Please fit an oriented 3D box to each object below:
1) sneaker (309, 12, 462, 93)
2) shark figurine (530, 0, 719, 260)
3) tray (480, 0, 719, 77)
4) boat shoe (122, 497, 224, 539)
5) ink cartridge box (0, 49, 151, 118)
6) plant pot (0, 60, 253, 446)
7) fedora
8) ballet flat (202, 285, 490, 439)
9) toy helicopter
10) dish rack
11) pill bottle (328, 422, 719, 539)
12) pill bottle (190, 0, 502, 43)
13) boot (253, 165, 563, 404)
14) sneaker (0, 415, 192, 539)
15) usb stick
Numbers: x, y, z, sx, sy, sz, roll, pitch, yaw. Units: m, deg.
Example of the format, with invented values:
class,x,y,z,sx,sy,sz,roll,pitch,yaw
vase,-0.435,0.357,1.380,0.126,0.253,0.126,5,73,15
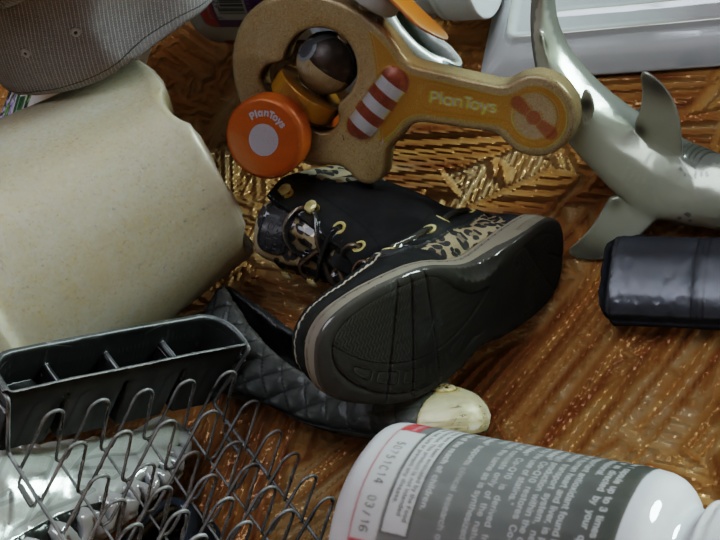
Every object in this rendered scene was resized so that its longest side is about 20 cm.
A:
class,x,y,z,sx,sy,sz,roll,pitch,yaw
sneaker,-0.011,-0.183,0.983,0.070,0.201,0.073,-31,13,22
shark figurine,0.144,-0.099,0.944,0.128,0.215,0.089,-36,2,32
tray,0.173,-0.170,1.032,0.198,0.022,0.108,-2,55,22
boat shoe,-0.147,0.203,0.873,0.200,0.062,0.075,-43,49,-11
ink cartridge box,-0.171,-0.159,1.074,0.109,0.050,0.202,37,107,59
plant pot,-0.170,-0.019,0.967,0.183,0.201,0.201,-32,50,-9
fedora,-0.151,-0.163,0.944,0.198,0.091,0.177,-23,18,14
ballet flat,-0.017,0.055,0.918,0.198,0.066,0.057,14,99,33
toy helicopter,0.025,-0.111,0.923,0.198,0.134,0.079,11,17,13
dish rack,-0.086,0.114,0.841,0.152,0.055,0.200,-11,47,-40
pill bottle,0.094,0.142,0.780,0.198,0.114,0.115,8,59,28
pill bottle,-0.011,-0.202,1.075,0.198,0.112,0.112,4,58,25
boot,0.000,0.000,0.913,0.150,0.074,0.199,21,34,37
sneaker,-0.166,0.118,0.884,0.075,0.081,0.200,-39,-4,40
usb stick,0.222,0.007,0.876,0.198,0.033,0.056,2,56,24
